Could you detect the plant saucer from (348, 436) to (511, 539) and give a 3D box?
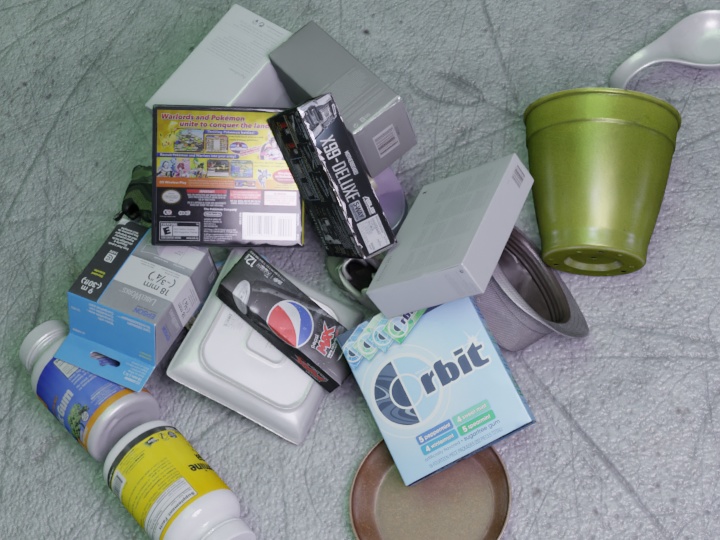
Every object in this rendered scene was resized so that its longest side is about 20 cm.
[{"bbox_3d":[0.085,0.280,1.450,0.199,0.037,0.201,-7,61,12],"label":"plant saucer"}]

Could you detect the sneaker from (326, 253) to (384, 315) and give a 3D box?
[{"bbox_3d":[0.000,0.000,1.564,0.076,0.092,0.200,-51,35,-3],"label":"sneaker"}]

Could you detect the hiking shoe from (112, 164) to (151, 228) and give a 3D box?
[{"bbox_3d":[-0.265,-0.082,1.738,0.199,0.076,0.101,16,77,33],"label":"hiking shoe"}]

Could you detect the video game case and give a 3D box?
[{"bbox_3d":[-0.171,-0.122,1.565,0.199,0.026,0.182,1,93,-7],"label":"video game case"}]

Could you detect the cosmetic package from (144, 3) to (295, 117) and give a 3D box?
[{"bbox_3d":[-0.167,-0.225,1.701,0.123,0.200,0.200,31,75,28],"label":"cosmetic package"}]

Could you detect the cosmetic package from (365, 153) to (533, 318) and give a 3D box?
[{"bbox_3d":[0.108,-0.041,1.433,0.150,0.052,0.200,-15,34,41],"label":"cosmetic package"}]

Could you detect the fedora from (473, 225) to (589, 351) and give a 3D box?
[{"bbox_3d":[0.185,0.030,1.504,0.090,0.177,0.200,-43,69,26],"label":"fedora"}]

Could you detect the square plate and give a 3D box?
[{"bbox_3d":[-0.120,0.093,1.563,0.197,0.028,0.201,28,70,-5],"label":"square plate"}]

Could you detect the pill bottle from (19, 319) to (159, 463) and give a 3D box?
[{"bbox_3d":[-0.369,0.155,1.609,0.200,0.112,0.112,38,78,30],"label":"pill bottle"}]

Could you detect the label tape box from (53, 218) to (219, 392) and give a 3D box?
[{"bbox_3d":[-0.299,0.041,1.572,0.144,0.063,0.200,18,59,21],"label":"label tape box"}]

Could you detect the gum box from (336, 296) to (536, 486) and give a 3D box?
[{"bbox_3d":[0.089,0.129,1.439,0.169,0.045,0.201,-30,75,11],"label":"gum box"}]

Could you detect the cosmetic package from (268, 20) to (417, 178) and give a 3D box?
[{"bbox_3d":[-0.024,-0.226,1.581,0.090,0.107,0.200,-38,59,-5],"label":"cosmetic package"}]

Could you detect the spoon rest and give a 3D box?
[{"bbox_3d":[0.434,-0.294,1.641,0.199,0.061,0.100,-27,59,2],"label":"spoon rest"}]

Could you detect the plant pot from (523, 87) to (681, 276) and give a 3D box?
[{"bbox_3d":[0.297,-0.100,1.514,0.199,0.200,0.194,2,74,17],"label":"plant pot"}]

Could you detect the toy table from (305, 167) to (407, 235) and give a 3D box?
[{"bbox_3d":[-0.027,-0.136,1.661,0.199,0.117,0.184,29,74,29],"label":"toy table"}]

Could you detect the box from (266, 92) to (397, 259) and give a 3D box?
[{"bbox_3d":[-0.039,-0.113,1.493,0.050,0.158,0.201,-27,99,-15],"label":"box"}]

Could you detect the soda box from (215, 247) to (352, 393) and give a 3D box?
[{"bbox_3d":[-0.088,0.065,1.525,0.200,0.071,0.063,40,70,0],"label":"soda box"}]

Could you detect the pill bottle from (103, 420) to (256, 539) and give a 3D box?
[{"bbox_3d":[-0.222,0.289,1.493,0.112,0.113,0.200,-43,60,-9],"label":"pill bottle"}]

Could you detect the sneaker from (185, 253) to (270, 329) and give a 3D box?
[{"bbox_3d":[-0.204,0.065,1.628,0.199,0.080,0.131,-23,57,5],"label":"sneaker"}]
